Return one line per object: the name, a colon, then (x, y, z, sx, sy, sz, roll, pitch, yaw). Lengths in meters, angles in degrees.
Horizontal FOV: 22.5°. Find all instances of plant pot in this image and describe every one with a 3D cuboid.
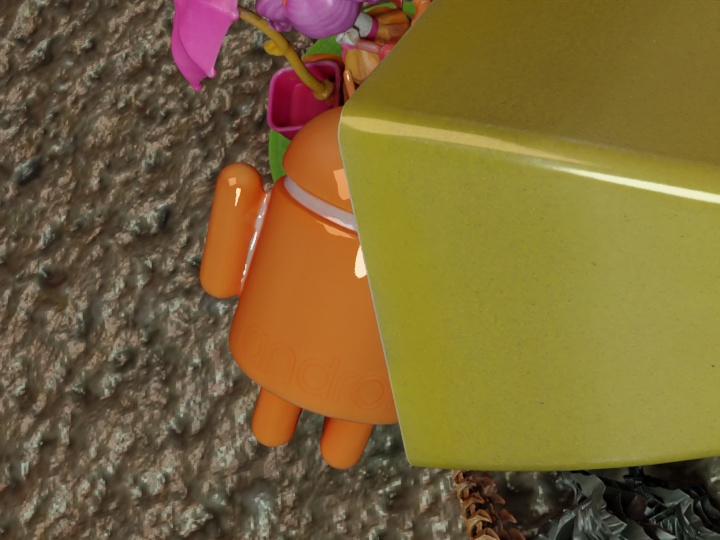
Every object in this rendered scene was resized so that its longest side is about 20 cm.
plant pot: (0.126, -0.030, 0.810, 0.176, 0.201, 0.200, 10, 42, 28)

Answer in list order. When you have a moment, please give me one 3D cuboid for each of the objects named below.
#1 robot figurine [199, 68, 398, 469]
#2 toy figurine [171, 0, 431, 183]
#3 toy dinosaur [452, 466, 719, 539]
robot figurine: (0.002, 0.000, 0.945, 0.144, 0.116, 0.201, 29, 110, 35)
toy figurine: (-0.016, -0.123, 0.985, 0.199, 0.184, 0.151, -9, 66, 31)
toy dinosaur: (0.102, 0.156, 0.849, 0.200, 0.102, 0.136, 39, 112, 18)
